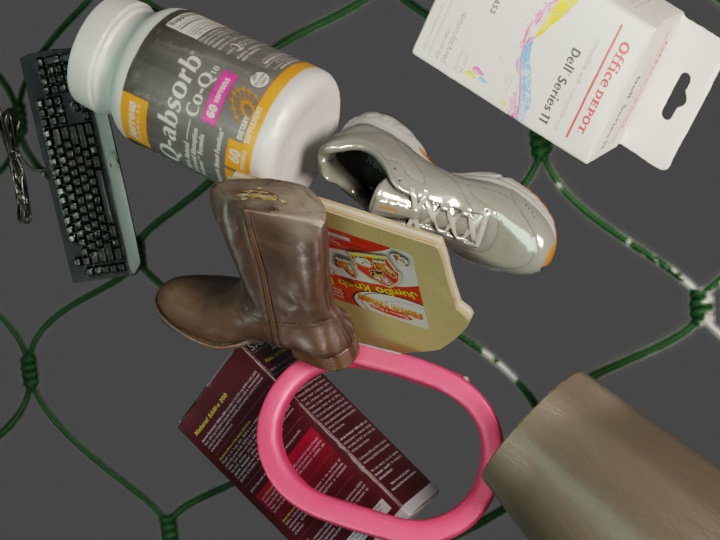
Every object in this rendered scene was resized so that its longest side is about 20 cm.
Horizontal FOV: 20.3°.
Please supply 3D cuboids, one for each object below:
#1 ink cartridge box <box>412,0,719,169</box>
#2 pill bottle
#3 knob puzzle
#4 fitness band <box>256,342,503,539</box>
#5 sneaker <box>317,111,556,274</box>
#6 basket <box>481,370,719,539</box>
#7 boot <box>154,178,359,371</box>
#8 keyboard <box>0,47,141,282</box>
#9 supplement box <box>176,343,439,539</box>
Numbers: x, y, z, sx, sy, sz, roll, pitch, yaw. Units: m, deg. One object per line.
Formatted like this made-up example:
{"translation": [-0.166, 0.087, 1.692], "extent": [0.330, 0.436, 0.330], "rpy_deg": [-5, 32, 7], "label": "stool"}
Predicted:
{"translation": [0.151, -0.160, 1.443], "extent": [0.199, 0.067, 0.118], "rpy_deg": [33, 118, 17], "label": "ink cartridge box"}
{"translation": [-0.124, -0.137, 1.577], "extent": [0.199, 0.116, 0.117], "rpy_deg": [25, 116, 20], "label": "pill bottle"}
{"translation": [0.000, 0.000, 1.546], "extent": [0.218, 0.031, 0.220], "rpy_deg": [22, 153, 12], "label": "knob puzzle"}
{"translation": [0.016, 0.136, 1.584], "extent": [0.198, 0.037, 0.145], "rpy_deg": [16, 86, 9], "label": "fitness band"}
{"translation": [0.051, -0.047, 1.520], "extent": [0.199, 0.092, 0.076], "rpy_deg": [28, 116, 18], "label": "sneaker"}
{"translation": [0.199, 0.182, 1.490], "extent": [0.200, 0.136, 0.181], "rpy_deg": [45, 117, 14], "label": "basket"}
{"translation": [-0.095, -0.011, 1.517], "extent": [0.185, 0.065, 0.201], "rpy_deg": [11, 150, 19], "label": "boot"}
{"translation": [-0.261, -0.088, 1.726], "extent": [0.126, 0.021, 0.202], "rpy_deg": [-6, 101, 30], "label": "keyboard"}
{"translation": [-0.045, 0.155, 1.656], "extent": [0.200, 0.061, 0.109], "rpy_deg": [45, 120, 9], "label": "supplement box"}
